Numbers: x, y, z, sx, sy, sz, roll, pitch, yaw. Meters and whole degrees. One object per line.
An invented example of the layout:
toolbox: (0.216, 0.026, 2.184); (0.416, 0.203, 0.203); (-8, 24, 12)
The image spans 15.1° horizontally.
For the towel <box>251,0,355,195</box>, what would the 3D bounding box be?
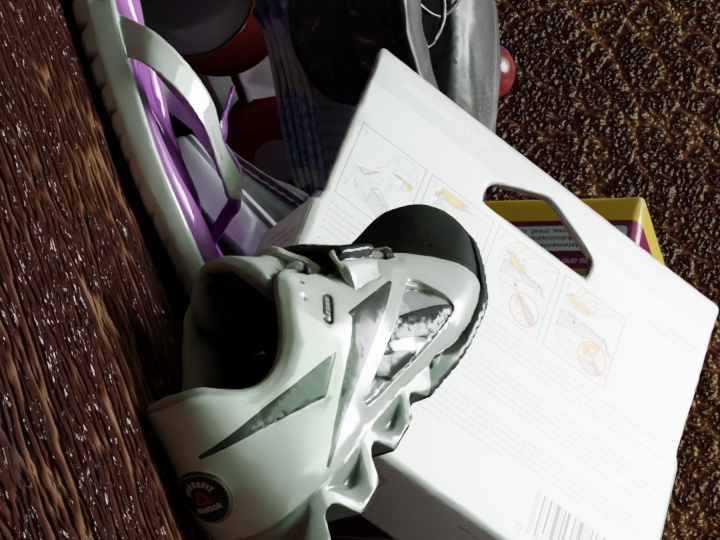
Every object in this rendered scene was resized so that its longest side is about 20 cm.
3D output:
towel: (-0.002, -0.040, 1.348); (0.147, 0.024, 0.201); (-5, 83, -70)

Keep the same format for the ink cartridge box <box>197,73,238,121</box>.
ink cartridge box: (-0.038, -0.178, 1.555); (0.084, 0.145, 0.201); (-92, 161, -82)

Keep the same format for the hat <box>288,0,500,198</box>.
hat: (0.009, -0.124, 1.267); (0.201, 0.081, 0.201); (-8, 90, -78)

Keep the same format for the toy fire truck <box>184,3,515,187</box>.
toy fire truck: (-0.010, -0.119, 1.461); (0.112, 0.167, 0.201); (-87, 156, -81)

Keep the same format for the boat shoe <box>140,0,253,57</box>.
boat shoe: (-0.087, -0.156, 1.348); (0.200, 0.071, 0.070); (-114, -179, -49)

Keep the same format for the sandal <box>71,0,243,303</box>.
sandal: (-0.077, -0.072, 1.113); (0.082, 0.050, 0.203); (11, 58, -86)

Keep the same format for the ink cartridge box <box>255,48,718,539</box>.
ink cartridge box: (0.047, 0.034, 1.119); (0.200, 0.045, 0.177); (36, 49, -18)

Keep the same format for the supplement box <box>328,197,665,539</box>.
supplement box: (0.066, 0.072, 1.255); (0.103, 0.130, 0.200); (67, 31, -46)

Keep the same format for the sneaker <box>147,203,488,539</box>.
sneaker: (-0.015, 0.017, 0.976); (0.089, 0.074, 0.200); (57, 33, -20)

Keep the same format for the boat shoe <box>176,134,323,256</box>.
boat shoe: (0.000, 0.000, 1.181); (0.200, 0.066, 0.070); (42, -8, 14)
